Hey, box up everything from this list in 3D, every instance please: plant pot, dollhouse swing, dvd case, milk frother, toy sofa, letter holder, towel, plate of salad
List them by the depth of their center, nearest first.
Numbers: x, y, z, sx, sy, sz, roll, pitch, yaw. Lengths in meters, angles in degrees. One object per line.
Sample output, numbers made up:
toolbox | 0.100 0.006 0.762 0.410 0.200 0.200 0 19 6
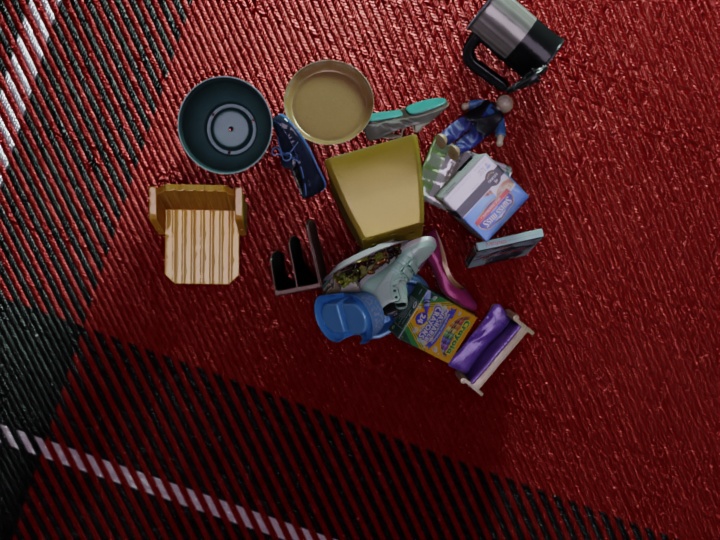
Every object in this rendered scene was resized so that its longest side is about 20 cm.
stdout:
plate of salad | 0.015 -0.013 1.631 0.198 0.200 0.048 -24 85 0
plant pot | 0.047 -0.150 1.656 0.198 0.200 0.178 -16 78 -1
milk frother | 0.320 -0.485 1.658 0.188 0.200 0.181 37 97 -6
plant pot | -0.285 -0.310 1.680 0.198 0.134 0.203 0 97 -3
letter holder | -0.138 -0.033 1.683 0.099 0.200 0.144 -11 94 2
dollhouse swing | -0.354 -0.074 1.694 0.198 0.182 0.178 2 76 -3
dvd case | 0.312 -0.046 1.706 0.144 0.200 0.022 -12 78 -2
plant pot | -0.070 -0.367 1.712 0.198 0.028 0.202 0 77 -2
towel | 0.232 -0.201 1.769 0.198 0.031 0.150 22 94 -5
toy sofa | 0.296 0.179 1.788 0.097 0.083 0.200 39 93 -7

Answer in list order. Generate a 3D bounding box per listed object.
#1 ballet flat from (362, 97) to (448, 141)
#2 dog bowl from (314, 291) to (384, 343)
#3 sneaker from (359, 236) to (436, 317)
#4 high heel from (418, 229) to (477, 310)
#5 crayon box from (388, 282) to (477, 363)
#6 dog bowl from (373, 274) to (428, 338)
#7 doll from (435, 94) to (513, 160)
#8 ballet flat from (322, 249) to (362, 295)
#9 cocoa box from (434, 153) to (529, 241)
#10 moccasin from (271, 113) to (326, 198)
ballet flat | 0.103 -0.335 1.740 0.198 0.068 0.064 -13 124 0
dog bowl | -0.023 0.098 1.702 0.049 0.199 0.113 -23 102 -36
sneaker | 0.103 0.020 1.690 0.200 0.119 0.074 -38 141 7
high heel | 0.208 0.001 1.768 0.200 0.067 0.096 39 104 -3
crayon box | 0.175 0.125 1.746 0.199 0.052 0.126 28 96 -35
dog bowl | 0.070 0.084 1.775 0.199 0.050 0.112 -28 97 0
doll | 0.266 -0.324 1.728 0.200 0.049 0.136 -39 72 -17
ballet flat | 0.000 0.000 1.755 0.200 0.068 0.075 -45 62 1
cocoa box | 0.255 -0.158 1.663 0.131 0.200 0.133 43 95 -5
moccasin | -0.142 -0.243 1.693 0.068 0.080 0.201 -37 117 -12
